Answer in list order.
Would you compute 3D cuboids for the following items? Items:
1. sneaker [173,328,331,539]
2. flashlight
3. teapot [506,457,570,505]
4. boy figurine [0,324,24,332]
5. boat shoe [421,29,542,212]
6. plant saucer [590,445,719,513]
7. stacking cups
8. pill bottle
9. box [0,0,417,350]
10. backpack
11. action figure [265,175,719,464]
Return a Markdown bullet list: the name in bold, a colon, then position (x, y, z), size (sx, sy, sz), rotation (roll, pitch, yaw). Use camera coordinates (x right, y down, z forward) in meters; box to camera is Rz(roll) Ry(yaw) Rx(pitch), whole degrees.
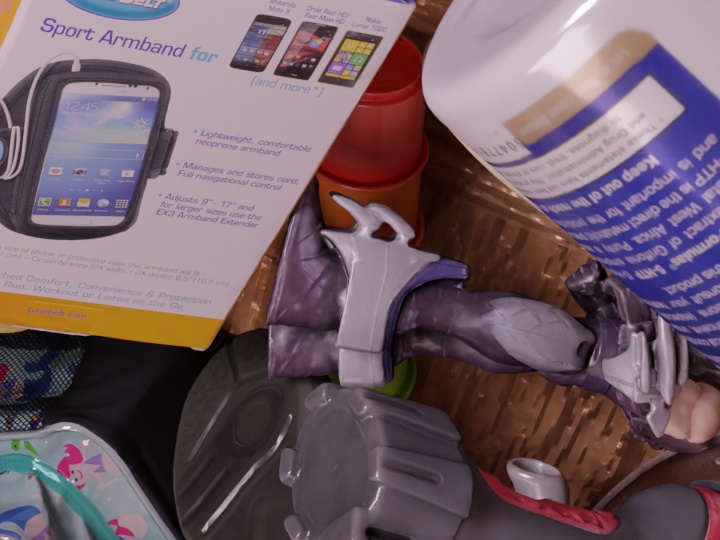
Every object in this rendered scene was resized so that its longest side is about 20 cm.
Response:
- **sneaker**: position (0.005, 0.105, 0.923), size (0.076, 0.200, 0.114), rotation (-49, 132, 10)
- **flashlight**: position (0.062, 0.084, 0.857), size (0.200, 0.068, 0.068), rotation (23, 174, -36)
- **teapot**: position (0.102, 0.193, 1.046), size (0.197, 0.146, 0.200), rotation (43, 172, 13)
- **boy figurine**: position (-0.206, -0.016, 1.055), size (0.199, 0.064, 0.125), rotation (5, 115, 21)
- **boat shoe**: position (0.117, -0.039, 0.847), size (0.200, 0.075, 0.068), rotation (28, 140, -16)
- **plant saucer**: position (0.158, 0.157, 0.949), size (0.200, 0.201, 0.032), rotation (27, 168, 1)
- **stacking cups**: position (0.000, 0.000, 0.959), size (0.060, 0.061, 0.200), rotation (19, 139, 11)
- **pill bottle**: position (0.126, -0.029, 0.732), size (0.200, 0.120, 0.120), rotation (41, 139, -16)
- **box**: position (-0.068, -0.054, 0.814), size (0.119, 0.042, 0.200), rotation (9, 136, -26)
- **backpack**: position (-0.140, 0.112, 1.098), size (0.199, 0.151, 0.178), rotation (-3, 133, 38)
- **action figure**: position (0.068, 0.023, 0.881), size (0.199, 0.070, 0.130), rotation (13, 174, -2)
